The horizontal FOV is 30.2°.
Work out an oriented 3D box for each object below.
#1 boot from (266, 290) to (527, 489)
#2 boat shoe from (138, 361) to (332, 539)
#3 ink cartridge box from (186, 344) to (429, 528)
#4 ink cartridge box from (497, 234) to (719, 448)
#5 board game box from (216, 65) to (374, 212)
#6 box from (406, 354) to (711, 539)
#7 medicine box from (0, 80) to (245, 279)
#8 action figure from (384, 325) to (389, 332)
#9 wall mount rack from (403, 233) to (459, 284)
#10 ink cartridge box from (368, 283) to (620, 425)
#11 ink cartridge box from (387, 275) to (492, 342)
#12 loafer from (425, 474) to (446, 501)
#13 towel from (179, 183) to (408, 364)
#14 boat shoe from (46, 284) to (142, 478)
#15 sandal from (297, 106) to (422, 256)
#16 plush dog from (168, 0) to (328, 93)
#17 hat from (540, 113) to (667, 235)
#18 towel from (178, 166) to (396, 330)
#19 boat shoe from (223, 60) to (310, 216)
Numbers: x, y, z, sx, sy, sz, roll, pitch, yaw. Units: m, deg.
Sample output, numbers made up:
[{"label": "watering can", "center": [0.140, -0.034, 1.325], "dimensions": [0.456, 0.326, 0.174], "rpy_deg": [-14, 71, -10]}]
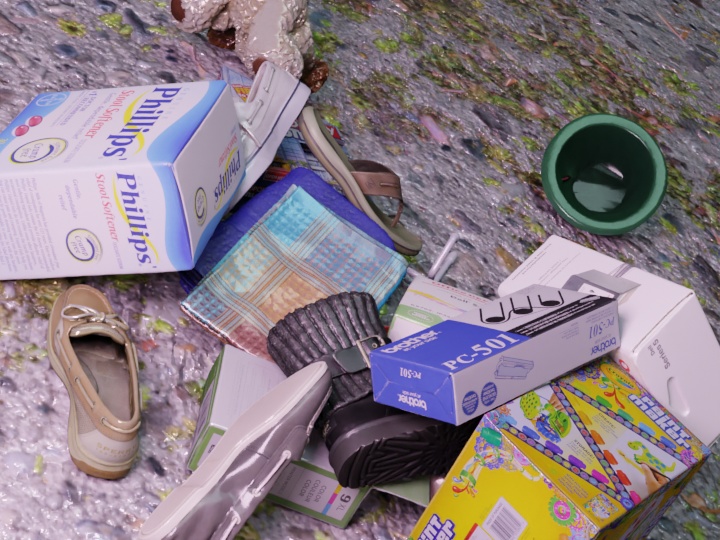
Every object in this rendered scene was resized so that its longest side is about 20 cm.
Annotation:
[{"label": "boot", "center": [0.037, 0.091, 1.126], "dimensions": [0.208, 0.080, 0.159], "rpy_deg": [-2, 44, -31]}, {"label": "boat shoe", "center": [-0.085, 0.154, 1.024], "dimensions": [0.200, 0.067, 0.057], "rpy_deg": [-45, 107, -23]}, {"label": "ink cartridge box", "center": [-0.041, 0.149, 1.130], "dimensions": [0.198, 0.060, 0.104], "rpy_deg": [22, 33, -12]}, {"label": "ink cartridge box", "center": [0.235, 0.069, 1.208], "dimensions": [0.199, 0.084, 0.146], "rpy_deg": [29, -24, 57]}, {"label": "board game box", "center": [-0.093, -0.142, 1.493], "dimensions": [0.197, 0.062, 0.201], "rpy_deg": [7, 39, -32]}, {"label": "box", "center": [0.148, 0.201, 1.074], "dimensions": [0.122, 0.201, 0.191], "rpy_deg": [43, 34, 24]}, {"label": "medicine box", "center": [-0.222, -0.084, 1.190], "dimensions": [0.197, 0.104, 0.183], "rpy_deg": [-3, 29, 13]}, {"label": "action figure", "center": [0.000, 0.000, 1.386], "dimensions": [0.064, 0.052, 0.201], "rpy_deg": [14, 33, -14]}, {"label": "wall mount rack", "center": [0.135, 0.027, 1.432], "dimensions": [0.198, 0.075, 0.174], "rpy_deg": [32, -6, 7]}, {"label": "ink cartridge box", "center": [0.110, 0.063, 1.061], "dimensions": [0.198, 0.045, 0.093], "rpy_deg": [-20, 20, -38]}, {"label": "ink cartridge box", "center": [0.088, 0.064, 1.282], "dimensions": [0.115, 0.068, 0.200], "rpy_deg": [19, 15, 4]}, {"label": "loafer", "center": [0.085, 0.161, 1.219], "dimensions": [0.062, 0.073, 0.200], "rpy_deg": [19, 23, 16]}, {"label": "towel", "center": [-0.057, 0.014, 1.242], "dimensions": [0.146, 0.022, 0.200], "rpy_deg": [35, 49, 8]}, {"label": "boat shoe", "center": [-0.213, 0.076, 1.092], "dimensions": [0.072, 0.064, 0.202], "rpy_deg": [12, 36, -25]}, {"label": "sandal", "center": [0.008, -0.094, 1.400], "dimensions": [0.202, 0.057, 0.080], "rpy_deg": [53, 6, -22]}, {"label": "plush dog", "center": [-0.112, -0.296, 1.610], "dimensions": [0.199, 0.172, 0.161], "rpy_deg": [35, 76, 17]}, {"label": "hat", "center": [0.318, -0.105, 1.810], "dimensions": [0.165, 0.176, 0.201], "rpy_deg": [37, 70, 10]}, {"label": "towel", "center": [-0.071, -0.007, 1.301], "dimensions": [0.147, 0.050, 0.200], "rpy_deg": [40, 49, 11]}, {"label": "boat shoe", "center": [-0.122, -0.144, 1.337], "dimensions": [0.086, 0.074, 0.203], "rpy_deg": [38, 51, -13]}]
